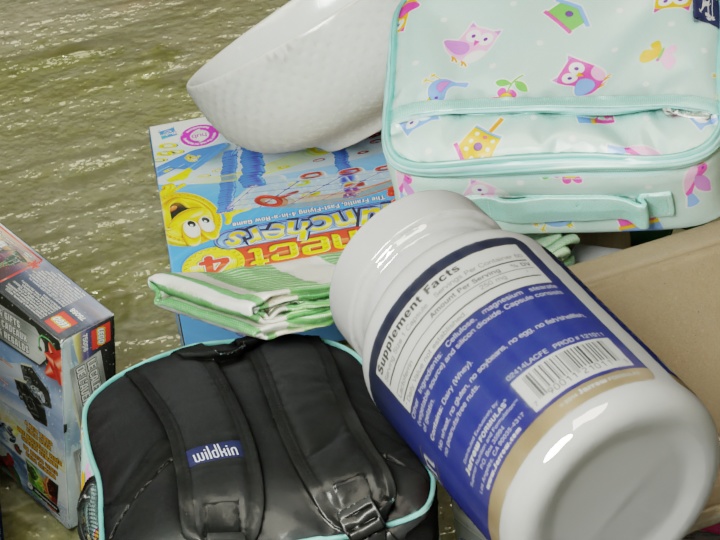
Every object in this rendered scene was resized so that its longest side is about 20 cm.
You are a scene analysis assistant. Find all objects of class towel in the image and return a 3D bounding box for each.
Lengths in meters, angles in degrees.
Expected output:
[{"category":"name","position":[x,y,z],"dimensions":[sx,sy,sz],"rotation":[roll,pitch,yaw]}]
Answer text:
[{"category":"towel","position":[0.000,0.000,1.428],"dimensions":[0.199,0.024,0.152],"rotation":[-13,11,-26]}]

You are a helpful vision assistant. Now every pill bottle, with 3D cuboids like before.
[{"category":"pill bottle","position":[0.071,0.052,1.242],"dimensions":[0.115,0.116,0.200],"rotation":[-22,42,-18]}]

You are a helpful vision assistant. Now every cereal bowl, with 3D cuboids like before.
[{"category":"cereal bowl","position":[-0.004,-0.132,1.607],"dimensions":[0.199,0.084,0.200],"rotation":[-31,11,6]}]

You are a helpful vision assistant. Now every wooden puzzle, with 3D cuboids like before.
[{"category":"wooden puzzle","position":[0.188,0.049,1.324],"dimensions":[0.184,0.037,0.200],"rotation":[-16,42,-17]}]

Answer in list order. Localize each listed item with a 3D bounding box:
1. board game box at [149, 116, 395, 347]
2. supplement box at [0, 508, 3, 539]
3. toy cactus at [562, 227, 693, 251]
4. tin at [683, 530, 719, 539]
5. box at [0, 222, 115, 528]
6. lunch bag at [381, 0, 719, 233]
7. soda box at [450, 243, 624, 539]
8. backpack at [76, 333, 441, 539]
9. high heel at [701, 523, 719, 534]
[{"category":"board game box","position":[-0.024,-0.034,1.627],"dimensions":[0.199,0.056,0.196],"rotation":[-11,34,-3]},{"category":"supplement box","position":[-0.260,0.099,1.303],"dimensions":[0.133,0.200,0.201],"rotation":[-9,64,-1]},{"category":"toy cactus","position":[0.121,-0.039,1.534],"dimensions":[0.102,0.199,0.166],"rotation":[-40,37,30]},{"category":"tin","position":[0.166,0.128,1.375],"dimensions":[0.199,0.042,0.112],"rotation":[-1,31,11]},{"category":"box","position":[-0.210,0.035,1.471],"dimensions":[0.040,0.137,0.200],"rotation":[-28,48,-32]},{"category":"lunch bag","position":[0.113,-0.092,1.431],"dimensions":[0.199,0.077,0.161],"rotation":[-3,47,11]},{"category":"soda box","position":[0.112,0.070,1.378],"dimensions":[0.063,0.069,0.200],"rotation":[8,37,23]},{"category":"backpack","position":[-0.054,0.125,1.321],"dimensions":[0.175,0.154,0.200],"rotation":[-13,37,-9]},{"category":"high heel","position":[0.183,0.061,1.377],"dimensions":[0.095,0.068,0.201],"rotation":[-5,47,-14]}]
